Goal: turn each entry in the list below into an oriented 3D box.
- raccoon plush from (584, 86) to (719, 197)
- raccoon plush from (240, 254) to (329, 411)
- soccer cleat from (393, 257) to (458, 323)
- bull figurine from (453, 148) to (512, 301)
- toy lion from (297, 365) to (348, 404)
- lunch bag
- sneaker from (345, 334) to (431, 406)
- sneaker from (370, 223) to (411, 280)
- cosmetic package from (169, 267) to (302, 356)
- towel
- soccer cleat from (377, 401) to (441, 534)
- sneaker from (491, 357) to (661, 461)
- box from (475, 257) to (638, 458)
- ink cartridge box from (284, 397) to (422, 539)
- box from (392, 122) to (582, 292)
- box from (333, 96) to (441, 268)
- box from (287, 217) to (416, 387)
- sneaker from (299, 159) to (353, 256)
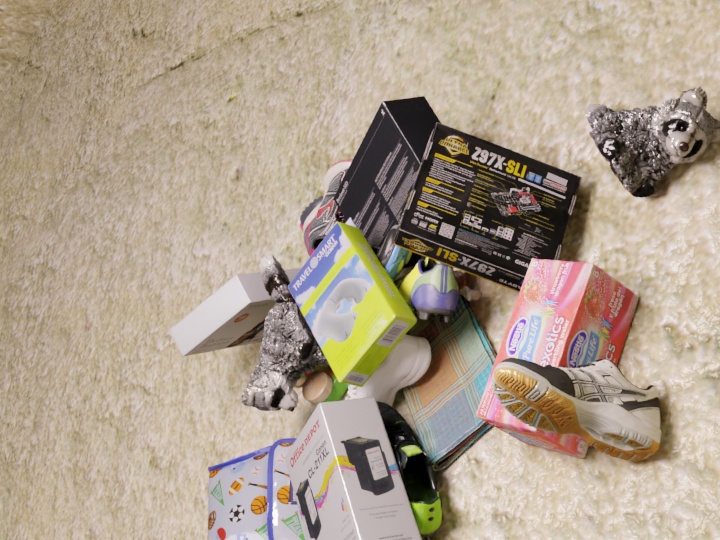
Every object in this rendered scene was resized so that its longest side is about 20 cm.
[{"bbox_3d":[0.341,-0.184,1.439,0.133,0.097,0.201,-36,40,17],"label":"raccoon plush"},{"bbox_3d":[-0.124,0.098,1.668,0.133,0.097,0.201,-34,56,11],"label":"raccoon plush"},{"bbox_3d":[0.084,0.018,1.578,0.200,0.064,0.085,-163,81,-77],"label":"soccer cleat"},{"bbox_3d":[0.161,-0.059,1.588,0.201,0.065,0.122,-57,28,13],"label":"bull figurine"},{"bbox_3d":[-0.028,0.098,1.722,0.193,0.069,0.199,-55,36,-5],"label":"toy lion"},{"bbox_3d":[-0.104,0.323,1.609,0.198,0.124,0.172,-19,50,21],"label":"lunch bag"},{"bbox_3d":[0.006,0.151,1.599,0.201,0.088,0.076,-55,34,29],"label":"sneaker"},{"bbox_3d":[0.000,0.000,1.626,0.071,0.083,0.200,-39,-4,-47],"label":"sneaker"},{"bbox_3d":[-0.164,0.059,1.793,0.150,0.199,0.052,-40,74,27],"label":"cosmetic package"},{"bbox_3d":[0.114,0.140,1.553,0.147,0.022,0.201,-44,39,20],"label":"towel"},{"bbox_3d":[0.055,0.230,1.500,0.082,0.067,0.201,98,155,-44],"label":"soccer cleat"},{"bbox_3d":[0.230,0.129,1.293,0.076,0.198,0.089,-44,25,56],"label":"sneaker"},{"bbox_3d":[0.225,0.097,1.388,0.102,0.094,0.202,8,72,52],"label":"box"},{"bbox_3d":[-0.013,0.279,1.483,0.146,0.082,0.202,-59,41,47],"label":"ink cartridge box"},{"bbox_3d":[0.157,-0.074,1.497,0.049,0.198,0.161,108,-178,-65],"label":"box"},{"bbox_3d":[0.053,-0.114,1.649,0.142,0.078,0.201,58,143,24],"label":"box"},{"bbox_3d":[-0.018,0.034,1.561,0.122,0.047,0.201,-51,48,22],"label":"box"},{"bbox_3d":[-0.026,-0.092,1.815,0.201,0.080,0.075,124,145,-45],"label":"sneaker"}]
